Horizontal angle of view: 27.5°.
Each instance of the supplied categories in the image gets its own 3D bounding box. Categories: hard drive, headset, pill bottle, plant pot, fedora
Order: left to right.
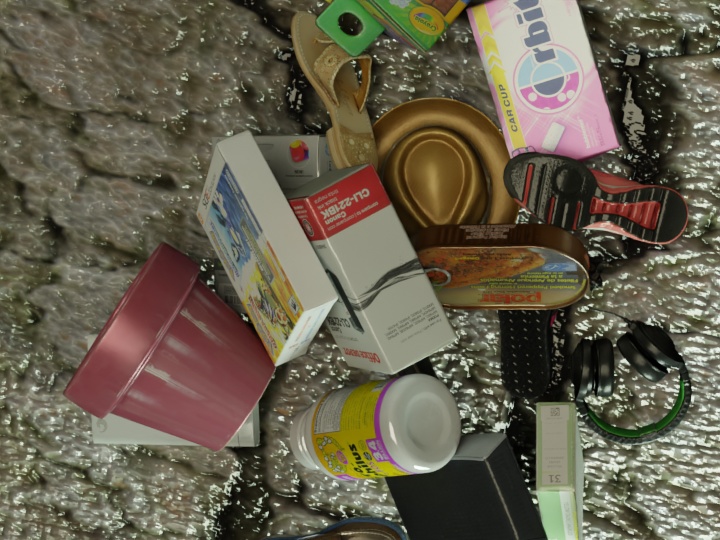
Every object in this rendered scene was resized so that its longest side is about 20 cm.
[{"bbox_3d":[-0.219,0.138,1.722,0.200,0.027,0.132,0,96,13],"label":"hard drive"},{"bbox_3d":[-0.197,0.098,1.613,0.179,0.200,0.200,32,103,-9],"label":"plant pot"},{"bbox_3d":[0.009,0.174,1.598,0.200,0.104,0.104,-16,94,51],"label":"pill bottle"},{"bbox_3d":[0.081,-0.090,1.584,0.200,0.082,0.201,0,90,3],"label":"fedora"},{"bbox_3d":[0.106,0.250,1.598,0.200,0.042,0.135,-19,93,53],"label":"hard drive"},{"bbox_3d":[0.281,0.089,1.595,0.123,0.094,0.200,-20,107,10],"label":"headset"}]

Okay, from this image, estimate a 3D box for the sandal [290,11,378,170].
[{"bbox_3d":[-0.009,-0.202,1.580,0.070,0.078,0.212,-34,63,42],"label":"sandal"}]

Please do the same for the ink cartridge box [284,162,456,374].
[{"bbox_3d":[0.000,0.000,1.511,0.084,0.144,0.200,-30,99,-17],"label":"ink cartridge box"}]

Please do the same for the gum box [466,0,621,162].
[{"bbox_3d":[0.198,-0.199,1.568,0.113,0.066,0.200,-17,93,13],"label":"gum box"}]

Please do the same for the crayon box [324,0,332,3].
[{"bbox_3d":[-0.069,-0.399,1.613,0.200,0.051,0.127,38,103,5],"label":"crayon box"}]

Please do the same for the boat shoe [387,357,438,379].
[{"bbox_3d":[0.044,0.056,1.630,0.073,0.074,0.200,-31,90,14],"label":"boat shoe"}]

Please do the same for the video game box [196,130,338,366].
[{"bbox_3d":[-0.102,-0.019,1.538,0.047,0.182,0.200,-24,76,-18],"label":"video game box"}]

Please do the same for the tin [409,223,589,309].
[{"bbox_3d":[0.140,-0.003,1.540,0.200,0.042,0.112,0,140,15],"label":"tin"}]

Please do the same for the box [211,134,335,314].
[{"bbox_3d":[-0.095,-0.050,1.637,0.156,0.041,0.200,3,98,36],"label":"box"}]

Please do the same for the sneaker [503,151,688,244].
[{"bbox_3d":[0.237,-0.072,1.546,0.200,0.087,0.074,16,93,-11],"label":"sneaker"}]

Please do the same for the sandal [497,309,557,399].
[{"bbox_3d":[0.184,0.043,1.618,0.075,0.045,0.200,8,113,17],"label":"sandal"}]

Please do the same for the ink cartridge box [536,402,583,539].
[{"bbox_3d":[0.210,0.257,1.535,0.048,0.146,0.200,-1,58,11],"label":"ink cartridge box"}]

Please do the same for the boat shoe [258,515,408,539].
[{"bbox_3d":[-0.043,0.332,1.672,0.200,0.072,0.072,-15,96,20],"label":"boat shoe"}]

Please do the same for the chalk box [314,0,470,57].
[{"bbox_3d":[0.040,-0.312,1.521,0.124,0.124,0.200,38,90,-29],"label":"chalk box"}]
